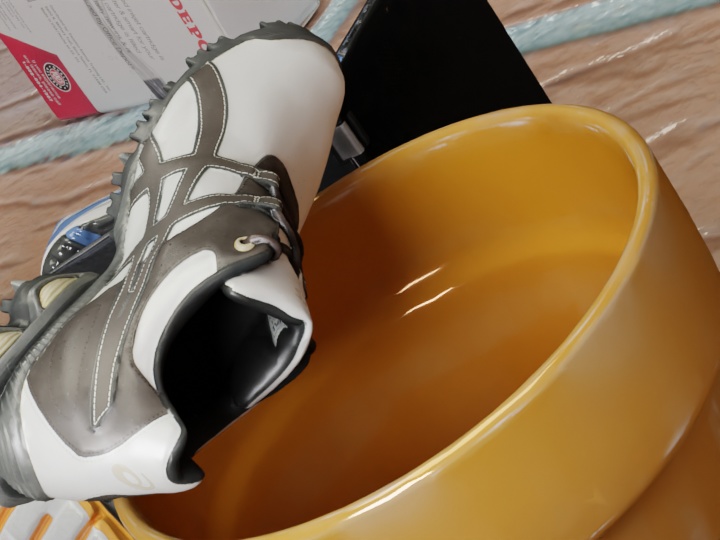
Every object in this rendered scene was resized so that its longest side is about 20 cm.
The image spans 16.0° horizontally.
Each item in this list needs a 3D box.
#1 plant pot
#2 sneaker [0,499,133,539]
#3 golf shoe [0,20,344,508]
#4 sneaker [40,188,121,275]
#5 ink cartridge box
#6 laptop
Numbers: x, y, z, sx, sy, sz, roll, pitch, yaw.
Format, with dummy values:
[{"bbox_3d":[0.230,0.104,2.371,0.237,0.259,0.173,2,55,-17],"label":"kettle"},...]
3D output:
[{"bbox_3d":[0.051,0.080,0.829,0.199,0.184,0.201,-29,27,16],"label":"plant pot"},{"bbox_3d":[-0.083,0.114,0.967,0.078,0.199,0.077,-57,-1,31],"label":"sneaker"},{"bbox_3d":[-0.040,0.001,0.798,0.094,0.078,0.200,8,49,33],"label":"golf shoe"},{"bbox_3d":[-0.042,-0.024,1.089,0.198,0.076,0.077,-9,17,-12],"label":"sneaker"},{"bbox_3d":[-0.142,-0.182,1.559,0.199,0.146,0.083,-6,35,46],"label":"ink cartridge box"},{"bbox_3d":[0.000,0.000,1.023,0.115,0.188,0.201,-15,32,35],"label":"laptop"}]
